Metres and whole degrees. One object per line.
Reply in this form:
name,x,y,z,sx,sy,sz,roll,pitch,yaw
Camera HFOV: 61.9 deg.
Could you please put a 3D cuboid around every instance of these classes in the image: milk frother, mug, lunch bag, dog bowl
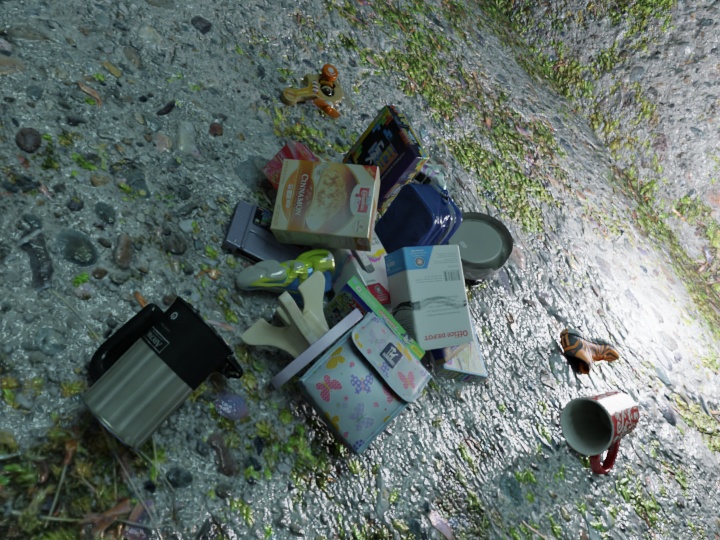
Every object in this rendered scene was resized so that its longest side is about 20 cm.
milk frother,-0.281,0.167,0.897,0.188,0.179,0.201,-46,123,-17
mug,0.594,0.387,1.488,0.197,0.182,0.132,-1,20,-45
lunch bag,0.146,-0.116,1.439,0.131,0.201,0.137,-5,54,-45
lunch bag,0.008,0.193,1.066,0.199,0.127,0.170,-39,85,-19
dog bowl,0.297,-0.062,1.569,0.195,0.059,0.203,0,50,0

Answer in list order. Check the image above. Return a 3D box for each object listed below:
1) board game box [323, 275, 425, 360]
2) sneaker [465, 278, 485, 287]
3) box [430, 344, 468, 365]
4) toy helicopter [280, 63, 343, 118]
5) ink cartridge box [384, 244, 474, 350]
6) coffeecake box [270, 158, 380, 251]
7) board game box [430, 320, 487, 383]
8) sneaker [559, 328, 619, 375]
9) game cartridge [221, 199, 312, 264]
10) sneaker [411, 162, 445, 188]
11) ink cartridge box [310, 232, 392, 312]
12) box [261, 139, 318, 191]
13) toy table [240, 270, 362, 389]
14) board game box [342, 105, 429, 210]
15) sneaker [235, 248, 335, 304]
board game box,0.019,0.122,1.177,0.200,0.135,0.029,47,48,3
sneaker,0.340,-0.024,1.613,0.076,0.088,0.199,51,40,9
box,0.169,0.090,1.319,0.120,0.032,0.204,-24,90,-48
toy helicopter,-0.127,-0.470,1.619,0.198,0.079,0.134,-23,81,-37
ink cartridge box,0.139,0.058,1.224,0.142,0.083,0.205,-3,80,-31
coffeecake box,-0.067,-0.131,1.204,0.195,0.073,0.157,6,71,8
board game box,0.214,0.155,1.397,0.132,0.034,0.203,16,48,-31
sneaker,0.638,0.245,1.667,0.196,0.078,0.114,18,50,-14
game cartridge,-0.179,-0.056,1.240,0.197,0.038,0.132,28,47,-20
sneaker,0.137,-0.271,1.666,0.200,0.078,0.139,44,41,14
ink cartridge box,0.000,0.000,1.283,0.146,0.085,0.203,-8,67,-55
box,-0.112,-0.175,1.323,0.201,0.099,0.095,53,16,9
toy table,-0.106,0.101,1.071,0.199,0.184,0.118,-39,87,-26
board game box,0.058,-0.278,1.498,0.056,0.200,0.167,-7,60,-45
sneaker,-0.139,0.031,1.169,0.196,0.107,0.076,-13,27,-13
